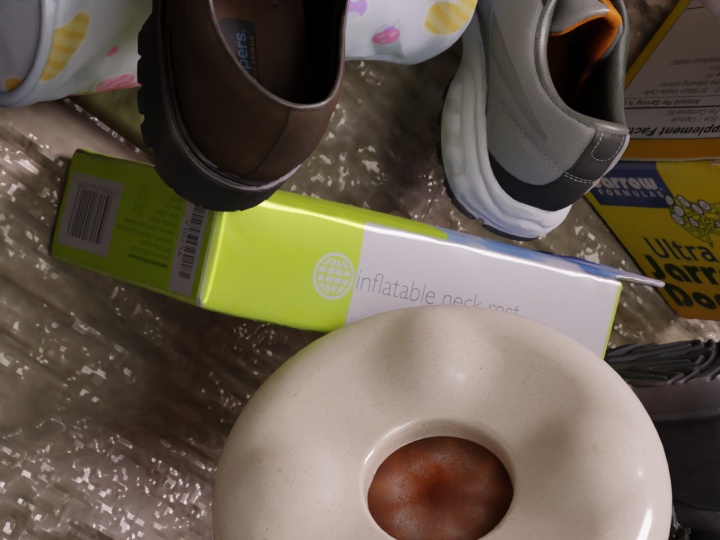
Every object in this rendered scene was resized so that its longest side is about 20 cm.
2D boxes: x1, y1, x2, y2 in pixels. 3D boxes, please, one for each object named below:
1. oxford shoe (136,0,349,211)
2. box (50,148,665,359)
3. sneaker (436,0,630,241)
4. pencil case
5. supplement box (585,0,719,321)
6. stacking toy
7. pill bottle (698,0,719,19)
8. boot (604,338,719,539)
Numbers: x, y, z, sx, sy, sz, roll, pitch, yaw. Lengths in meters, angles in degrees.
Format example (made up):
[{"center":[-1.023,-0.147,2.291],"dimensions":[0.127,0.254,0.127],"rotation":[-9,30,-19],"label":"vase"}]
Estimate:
[{"center":[-0.036,-0.127,0.646],"dimensions":[0.072,0.084,0.201],"rotation":[-5,74,-30],"label":"oxford shoe"},{"center":[0.000,0.000,0.758],"dimensions":[0.200,0.122,0.048],"rotation":[12,91,-34],"label":"box"},{"center":[0.072,-0.114,0.808],"dimensions":[0.074,0.079,0.201],"rotation":[10,61,-34],"label":"sneaker"},{"center":[-0.051,-0.109,0.738],"dimensions":[0.199,0.091,0.083],"rotation":[-10,98,-33],"label":"pencil case"},{"center":[0.204,-0.083,0.905],"dimensions":[0.110,0.109,0.200],"rotation":[49,67,-26],"label":"supplement box"},{"center":[0.032,0.123,0.702],"dimensions":[0.146,0.146,0.200],"rotation":[-42,148,-26],"label":"stacking toy"},{"center":[0.157,-0.168,0.808],"dimensions":[0.111,0.111,0.200],"rotation":[-18,61,-33],"label":"pill bottle"},{"center":[0.095,0.133,0.814],"dimensions":[0.066,0.164,0.201],"rotation":[-31,114,-53],"label":"boot"}]
